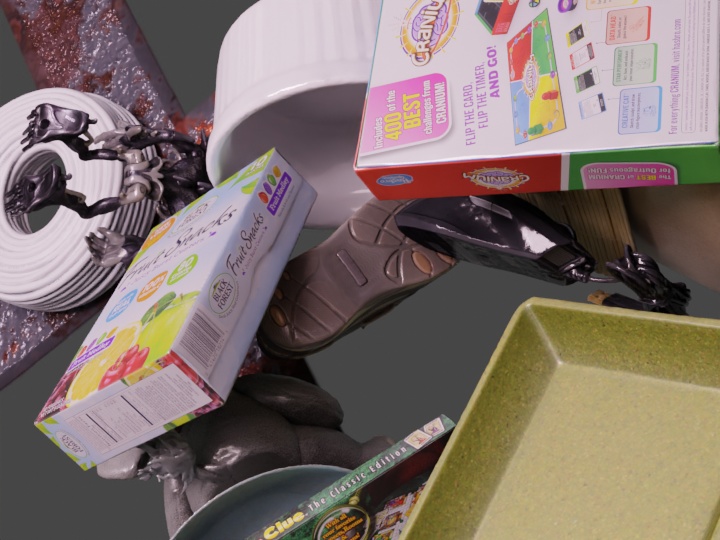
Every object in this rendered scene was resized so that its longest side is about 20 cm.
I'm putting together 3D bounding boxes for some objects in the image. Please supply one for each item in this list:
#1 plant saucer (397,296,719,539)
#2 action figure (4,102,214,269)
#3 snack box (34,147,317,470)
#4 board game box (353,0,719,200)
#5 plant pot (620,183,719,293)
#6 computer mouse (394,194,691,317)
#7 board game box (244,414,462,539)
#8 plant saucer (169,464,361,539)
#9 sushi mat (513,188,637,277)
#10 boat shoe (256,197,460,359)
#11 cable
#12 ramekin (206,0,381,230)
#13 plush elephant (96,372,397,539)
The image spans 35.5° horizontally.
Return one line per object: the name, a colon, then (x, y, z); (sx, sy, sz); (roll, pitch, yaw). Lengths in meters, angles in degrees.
plant saucer: (0.145, 0.119, 0.677); (0.198, 0.048, 0.201); (7, 58, 45)
action figure: (-0.180, -0.066, 0.888); (0.101, 0.199, 0.121); (-6, 75, 39)
snack box: (-0.117, 0.022, 0.742); (0.141, 0.053, 0.201); (-26, 28, 36)
board game box: (0.102, -0.120, 0.629); (0.197, 0.040, 0.155); (-1, 66, 24)
plant pot: (0.210, -0.121, 0.717); (0.199, 0.177, 0.202); (29, 89, 28)
computer mouse: (0.128, -0.014, 0.751); (0.198, 0.140, 0.047); (15, 81, 37)
board game box: (-0.006, 0.189, 0.746); (0.198, 0.106, 0.023); (-30, 30, -11)
plant saucer: (-0.057, 0.214, 0.769); (0.202, 0.200, 0.039); (-54, 32, 3)
sushi mat: (0.129, -0.050, 0.727); (0.095, 0.200, 0.012); (18, 71, 29)
boat shoe: (0.000, 0.000, 0.809); (0.199, 0.073, 0.075); (-27, 80, -31)
cable: (-0.274, -0.066, 0.993); (0.199, 0.069, 0.201); (36, 94, 28)
ramekin: (-0.014, -0.119, 0.816); (0.198, 0.200, 0.099); (-16, 63, 21)
plush elephant: (-0.103, 0.116, 0.821); (0.165, 0.199, 0.155); (-46, 41, 9)
